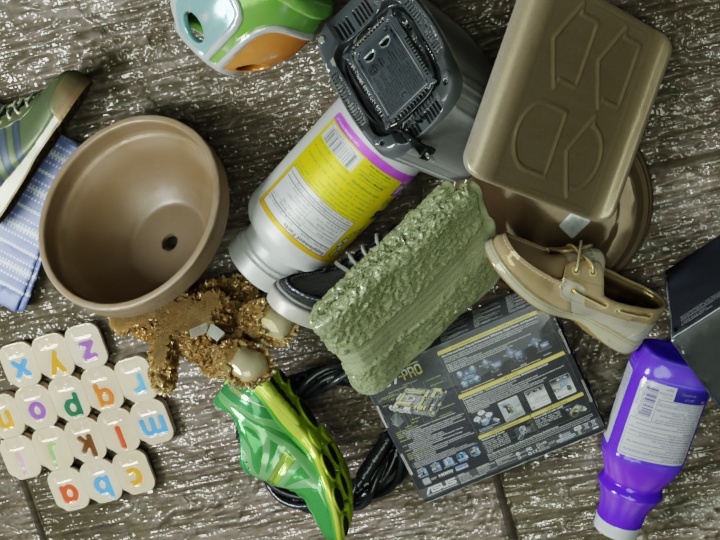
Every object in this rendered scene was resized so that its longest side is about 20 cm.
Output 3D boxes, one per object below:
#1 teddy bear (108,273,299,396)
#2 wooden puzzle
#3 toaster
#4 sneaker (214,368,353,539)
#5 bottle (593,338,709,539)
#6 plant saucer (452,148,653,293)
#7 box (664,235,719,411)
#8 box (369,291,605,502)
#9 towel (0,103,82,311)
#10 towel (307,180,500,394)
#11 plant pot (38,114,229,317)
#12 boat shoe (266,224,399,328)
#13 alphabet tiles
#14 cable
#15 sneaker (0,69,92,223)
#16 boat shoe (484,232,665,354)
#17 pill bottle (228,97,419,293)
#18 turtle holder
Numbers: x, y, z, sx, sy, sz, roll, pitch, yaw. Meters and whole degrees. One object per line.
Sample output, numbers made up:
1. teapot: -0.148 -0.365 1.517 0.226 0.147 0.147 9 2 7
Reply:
1. teddy bear: -0.151 0.062 1.549 0.198 0.146 0.067 -2 149 24
2. wooden puzzle: 0.180 -0.153 1.405 0.046 0.199 0.187 23 95 47
3. toaster: 0.059 -0.163 1.416 0.114 0.129 0.201 -43 55 20
4. sneaker: -0.073 0.183 1.565 0.083 0.074 0.201 -31 95 20
5. bottle: 0.280 0.169 1.543 0.083 0.065 0.202 12 110 -7
6. plant saucer: 0.180 -0.064 1.509 0.198 0.029 0.202 3 107 9
7. box: 0.380 0.075 1.426 0.123 0.199 0.201 -35 99 16
8. box: 0.120 0.122 1.543 0.199 0.049 0.162 -24 115 10
9. towel: -0.375 -0.070 1.612 0.144 0.024 0.201 26 108 3
10. towel: 0.050 0.017 1.449 0.200 0.036 0.149 -41 140 -6
11. plant pot: -0.204 -0.041 1.528 0.199 0.093 0.203 -10 65 22
12. boat shoe: 0.000 0.000 1.483 0.075 0.199 0.093 40 115 30
13. alphabet tiles: -0.299 0.156 1.671 0.198 0.015 0.197 -16 104 14
14. cable: -0.024 0.173 1.609 0.199 0.051 0.164 -20 103 15
15. sneaker: -0.351 -0.131 1.543 0.090 0.067 0.201 36 111 -5
16. boat shoe: 0.204 0.007 1.468 0.199 0.074 0.069 27 119 -30
17. pill bottle: -0.037 -0.070 1.505 0.104 0.104 0.200 42 110 -5
18. turtle holder: -0.119 -0.265 1.438 0.185 0.141 0.132 38 110 -4
